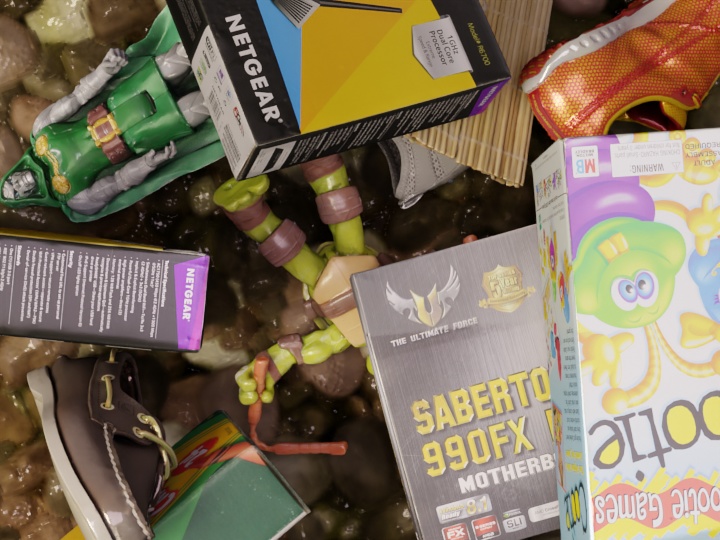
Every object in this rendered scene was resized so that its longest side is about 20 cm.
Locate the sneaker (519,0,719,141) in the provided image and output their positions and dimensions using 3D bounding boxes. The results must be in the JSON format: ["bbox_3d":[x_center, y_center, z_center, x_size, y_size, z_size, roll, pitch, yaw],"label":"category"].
[{"bbox_3d":[0.176,-0.122,1.125,0.199,0.073,0.077,-31,94,-22],"label":"sneaker"}]

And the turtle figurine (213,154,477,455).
[{"bbox_3d":[0.000,0.000,1.112,0.199,0.064,0.162,-29,109,4],"label":"turtle figurine"}]

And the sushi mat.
[{"bbox_3d":[0.066,-0.149,1.107,0.095,0.012,0.201,24,64,-27],"label":"sushi mat"}]

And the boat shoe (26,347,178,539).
[{"bbox_3d":[-0.130,0.092,1.035,0.059,0.200,0.072,-22,110,-8],"label":"boat shoe"}]

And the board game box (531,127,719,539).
[{"bbox_3d":[0.148,0.037,0.981,0.102,0.105,0.201,-4,87,-3],"label":"board game box"}]

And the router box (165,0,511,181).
[{"bbox_3d":[-0.029,-0.161,1.036,0.148,0.051,0.201,-17,75,-22],"label":"router box"}]

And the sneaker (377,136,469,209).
[{"bbox_3d":[-0.007,-0.124,1.115,0.082,0.075,0.200,-41,92,-7],"label":"sneaker"}]

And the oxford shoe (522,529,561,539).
[{"bbox_3d":[0.101,0.176,1.094,0.199,0.075,0.071,-13,88,-26],"label":"oxford shoe"}]

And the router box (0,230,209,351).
[{"bbox_3d":[-0.155,0.007,1.024,0.148,0.200,0.051,6,90,-6],"label":"router box"}]

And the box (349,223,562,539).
[{"bbox_3d":[0.109,0.053,1.055,0.199,0.048,0.159,-14,88,-2],"label":"box"}]

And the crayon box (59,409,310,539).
[{"bbox_3d":[-0.128,0.163,1.060,0.200,0.127,0.051,-40,102,-7],"label":"crayon box"}]

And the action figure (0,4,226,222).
[{"bbox_3d":[-0.117,-0.088,1.096,0.199,0.055,0.119,-31,78,13],"label":"action figure"}]
